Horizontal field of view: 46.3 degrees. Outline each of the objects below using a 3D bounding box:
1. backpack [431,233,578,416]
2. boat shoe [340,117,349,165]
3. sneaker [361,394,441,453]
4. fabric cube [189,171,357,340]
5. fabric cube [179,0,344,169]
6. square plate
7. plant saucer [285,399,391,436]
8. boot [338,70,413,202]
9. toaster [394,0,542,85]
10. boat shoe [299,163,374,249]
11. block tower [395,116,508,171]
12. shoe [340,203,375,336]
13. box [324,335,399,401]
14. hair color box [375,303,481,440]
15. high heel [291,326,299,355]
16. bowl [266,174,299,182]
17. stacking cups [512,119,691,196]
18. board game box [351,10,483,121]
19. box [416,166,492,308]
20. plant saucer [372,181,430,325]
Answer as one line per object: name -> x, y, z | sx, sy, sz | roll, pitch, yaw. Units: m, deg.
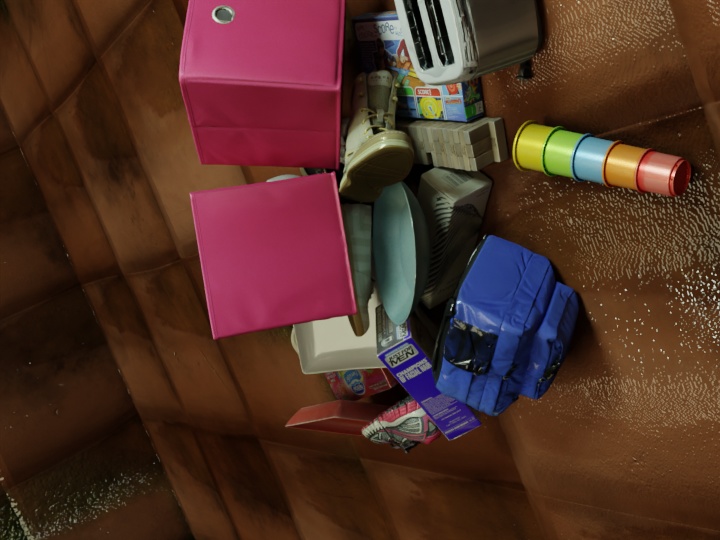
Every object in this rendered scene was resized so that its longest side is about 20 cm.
backpack -> 0.181, 0.094, 1.099 | 0.166, 0.163, 0.202 | 28, 136, 15
boat shoe -> -0.016, -0.200, 1.268 | 0.199, 0.070, 0.070 | 34, 138, 26
sneaker -> 0.061, 0.250, 1.321 | 0.075, 0.080, 0.200 | 57, 157, 7
fabric cube -> -0.126, -0.023, 1.200 | 0.200, 0.196, 0.200 | -174, 73, -82
fabric cube -> -0.120, -0.270, 1.123 | 0.201, 0.195, 0.200 | 95, 179, -66
square plate -> -0.027, 0.057, 1.329 | 0.197, 0.028, 0.202 | -9, 95, 32
plant saucer -> -0.006, 0.264, 1.503 | 0.199, 0.197, 0.037 | -26, 57, 56
boot -> 0.022, -0.184, 1.072 | 0.200, 0.071, 0.158 | 145, 134, -72
toaster -> 0.118, -0.290, 0.939 | 0.113, 0.128, 0.203 | 9, 120, 54
boat shoe -> -0.013, -0.116, 1.315 | 0.202, 0.073, 0.063 | 50, 132, 9
block tower -> 0.103, -0.173, 1.119 | 0.199, 0.057, 0.055 | 14, 125, 50
shoe -> 0.000, 0.000, 1.241 | 0.070, 0.052, 0.204 | -127, 30, -71
box -> 0.021, 0.154, 1.438 | 0.097, 0.099, 0.200 | 61, 148, 2
hair color box -> 0.099, 0.139, 1.231 | 0.064, 0.110, 0.200 | -30, 120, 19
high heel -> -0.065, 0.114, 1.495 | 0.142, 0.071, 0.202 | 41, -158, -48
bowl -> -0.070, -0.061, 1.430 | 0.199, 0.074, 0.202 | 36, 145, 40
stacking cups -> 0.263, -0.125, 0.923 | 0.198, 0.060, 0.061 | 18, 128, 45
board game box -> 0.072, -0.272, 1.109 | 0.199, 0.034, 0.138 | 18, 126, 50
box -> 0.116, -0.050, 1.168 | 0.068, 0.082, 0.202 | 41, 144, 30
plant saucer -> 0.059, -0.030, 1.126 | 0.201, 0.038, 0.205 | 175, 90, -77
